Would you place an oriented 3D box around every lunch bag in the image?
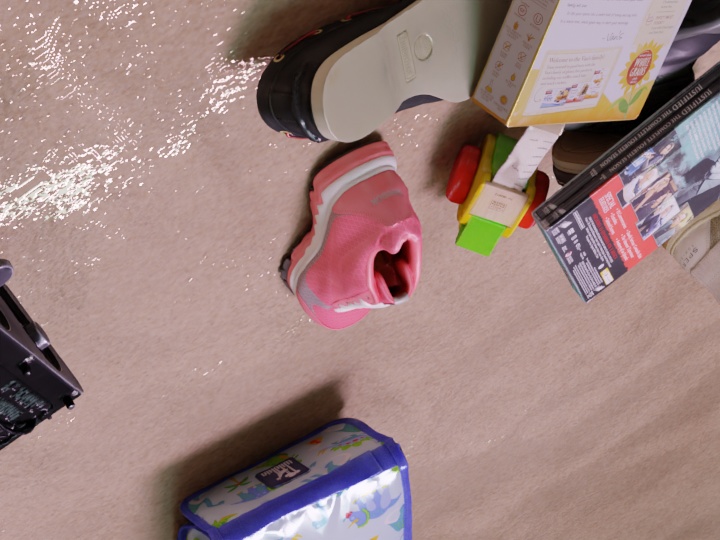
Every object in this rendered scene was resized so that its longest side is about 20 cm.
[{"bbox_3d":[-0.051,0.206,1.944,0.169,0.128,0.200,-26,165,-16],"label":"lunch bag"}]

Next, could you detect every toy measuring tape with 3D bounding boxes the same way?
[{"bbox_3d":[0.104,-0.076,1.658,0.073,0.074,0.200,-23,161,-24],"label":"toy measuring tape"}]

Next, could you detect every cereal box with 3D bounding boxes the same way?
[{"bbox_3d":[0.158,-0.185,1.501,0.143,0.039,0.201,-6,126,-48],"label":"cereal box"}]

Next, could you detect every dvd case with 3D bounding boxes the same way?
[{"bbox_3d":[0.214,-0.069,1.679,0.200,0.022,0.146,-38,154,1],"label":"dvd case"}]

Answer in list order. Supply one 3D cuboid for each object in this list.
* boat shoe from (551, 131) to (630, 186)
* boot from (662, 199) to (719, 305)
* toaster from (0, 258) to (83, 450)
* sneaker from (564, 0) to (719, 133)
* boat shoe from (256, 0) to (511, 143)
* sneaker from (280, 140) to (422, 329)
[{"bbox_3d":[0.198,-0.078,1.738,0.200,0.072,0.065,-26,124,-56],"label":"boat shoe"},{"bbox_3d":[0.369,-0.010,2.032,0.199,0.155,0.072,-23,155,-22],"label":"boot"},{"bbox_3d":[-0.280,0.061,1.372,0.199,0.119,0.181,-35,156,2],"label":"toaster"},{"bbox_3d":[0.208,-0.160,1.641,0.199,0.076,0.114,-39,158,20],"label":"sneaker"},{"bbox_3d":[0.019,-0.130,1.474,0.201,0.063,0.074,-28,117,-43],"label":"boat shoe"},{"bbox_3d":[0.000,0.000,1.659,0.073,0.087,0.200,-24,155,-19],"label":"sneaker"}]
